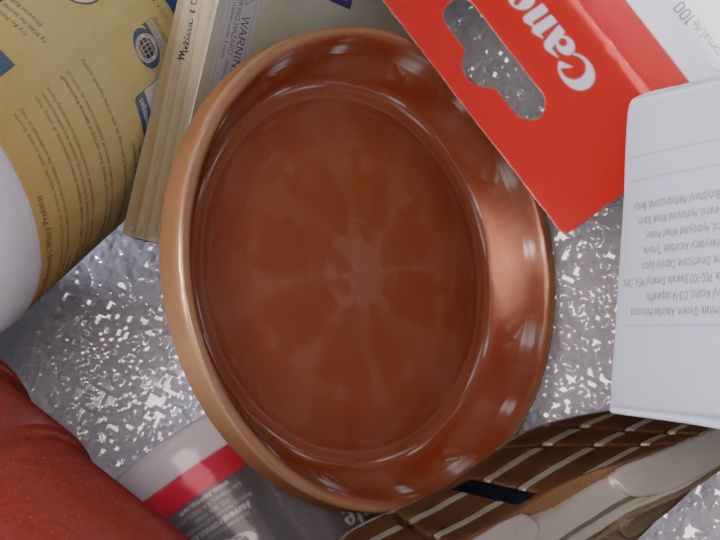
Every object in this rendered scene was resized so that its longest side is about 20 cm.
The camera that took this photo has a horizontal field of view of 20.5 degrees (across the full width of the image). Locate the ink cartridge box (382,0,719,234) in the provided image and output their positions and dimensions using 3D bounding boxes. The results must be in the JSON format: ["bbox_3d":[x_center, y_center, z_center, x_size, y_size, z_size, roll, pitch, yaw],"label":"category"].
[{"bbox_3d":[0.121,-0.137,0.832,0.200,0.057,0.163,-34,80,-17],"label":"ink cartridge box"}]

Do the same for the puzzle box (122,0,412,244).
[{"bbox_3d":[-0.026,-0.099,0.851,0.025,0.133,0.201,13,88,39],"label":"puzzle box"}]

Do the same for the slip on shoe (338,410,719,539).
[{"bbox_3d":[0.075,0.110,0.809,0.076,0.200,0.061,7,112,48],"label":"slip on shoe"}]

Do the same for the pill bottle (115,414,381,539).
[{"bbox_3d":[-0.019,0.155,0.842,0.111,0.111,0.200,-35,81,8],"label":"pill bottle"}]

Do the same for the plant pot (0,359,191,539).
[{"bbox_3d":[-0.120,0.160,0.733,0.195,0.201,0.201,29,93,24],"label":"plant pot"}]

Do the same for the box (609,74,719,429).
[{"bbox_3d":[0.219,0.001,0.727,0.198,0.200,0.131,6,88,-14],"label":"box"}]

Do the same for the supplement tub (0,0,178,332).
[{"bbox_3d":[-0.162,-0.059,0.823,0.144,0.200,0.145,21,134,23],"label":"supplement tub"}]

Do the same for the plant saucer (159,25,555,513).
[{"bbox_3d":[0.000,0.000,0.824,0.032,0.200,0.201,-9,83,50],"label":"plant saucer"}]
